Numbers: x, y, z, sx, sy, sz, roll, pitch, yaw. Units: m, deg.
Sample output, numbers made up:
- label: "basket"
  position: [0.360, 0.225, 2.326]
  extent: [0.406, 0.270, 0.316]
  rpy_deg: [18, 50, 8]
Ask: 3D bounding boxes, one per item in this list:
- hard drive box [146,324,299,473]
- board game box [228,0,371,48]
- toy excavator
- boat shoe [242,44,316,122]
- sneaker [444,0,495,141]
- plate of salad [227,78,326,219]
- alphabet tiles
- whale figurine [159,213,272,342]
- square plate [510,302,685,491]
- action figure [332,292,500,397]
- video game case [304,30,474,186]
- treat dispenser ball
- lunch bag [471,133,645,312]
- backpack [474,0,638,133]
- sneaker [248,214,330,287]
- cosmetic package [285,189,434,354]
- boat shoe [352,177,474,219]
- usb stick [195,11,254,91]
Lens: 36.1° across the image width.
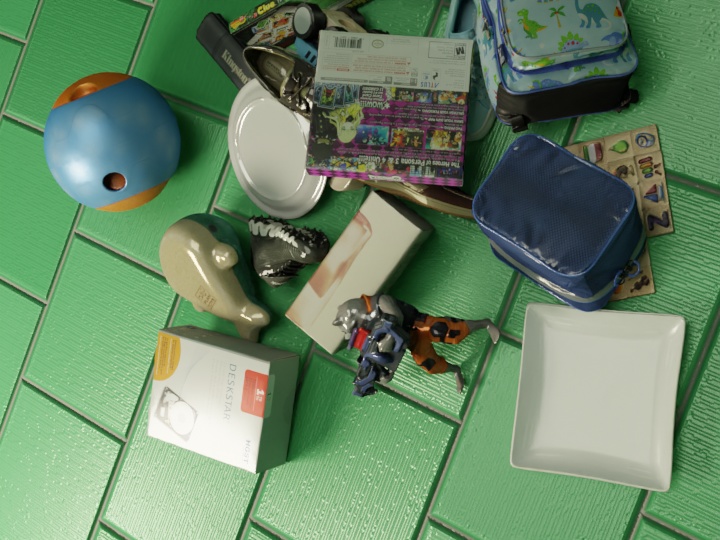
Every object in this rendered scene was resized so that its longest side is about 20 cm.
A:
- label: "hard drive box"
  position: [-0.192, 0.174, 1.538]
  extent: [0.197, 0.076, 0.159]
  rpy_deg: [11, 98, 30]
- label: "board game box"
  position: [-0.077, -0.367, 1.551]
  extent: [0.198, 0.104, 0.024]
  rpy_deg: [-23, 69, 23]
- label: "toy excavator"
  position: [-0.030, -0.238, 1.519]
  extent: [0.195, 0.099, 0.202]
  rpy_deg: [46, 127, 34]
- label: "boat shoe"
  position: [-0.081, -0.238, 1.449]
  extent: [0.199, 0.064, 0.074]
  rpy_deg: [33, 107, 32]
- label: "sneaker"
  position: [0.134, -0.273, 1.432]
  extent: [0.073, 0.082, 0.204]
  rpy_deg: [-5, 80, 29]
- label: "plate of salad"
  position: [-0.112, -0.174, 1.557]
  extent: [0.198, 0.048, 0.203]
  rpy_deg: [15, 114, 37]
- label: "alphabet tiles"
  position: [0.297, -0.062, 1.354]
  extent: [0.165, 0.008, 0.204]
  rpy_deg: [-12, 77, 27]
- label: "whale figurine"
  position: [-0.193, 0.005, 1.572]
  extent: [0.200, 0.104, 0.160]
  rpy_deg: [44, 139, 7]
- label: "square plate"
  position: [0.282, 0.147, 1.318]
  extent: [0.195, 0.028, 0.204]
  rpy_deg: [4, 85, 29]
- label: "action figure"
  position: [0.053, 0.088, 1.386]
  extent: [0.200, 0.191, 0.106]
  rpy_deg: [125, 161, -55]
- label: "video game case"
  position: [0.037, -0.202, 1.373]
  extent: [0.196, 0.036, 0.185]
  rpy_deg: [4, 79, 6]
- label: "treat dispenser ball"
  position: [-0.364, -0.188, 1.628]
  extent: [0.198, 0.200, 0.205]
  rpy_deg: [-5, 80, 28]
- label: "lunch bag"
  position: [0.243, -0.049, 1.305]
  extent: [0.199, 0.132, 0.136]
  rpy_deg: [36, 84, 29]
- label: "backpack"
  position: [0.231, -0.297, 1.330]
  extent: [0.180, 0.147, 0.203]
  rpy_deg: [-11, 65, -3]
- label: "sneaker"
  position: [-0.099, -0.018, 1.510]
  extent: [0.199, 0.066, 0.092]
  rpy_deg: [20, 105, 58]
- label: "cosmetic package"
  position: [0.000, 0.000, 1.445]
  extent: [0.087, 0.103, 0.201]
  rpy_deg: [38, 100, 8]
- label: "boat shoe"
  position: [0.082, -0.120, 1.407]
  extent: [0.197, 0.072, 0.073]
  rpy_deg: [20, 94, 1]
- label: "usb stick"
  position: [-0.179, -0.305, 1.638]
  extent: [0.056, 0.032, 0.201]
  rpy_deg: [-48, 64, 19]
